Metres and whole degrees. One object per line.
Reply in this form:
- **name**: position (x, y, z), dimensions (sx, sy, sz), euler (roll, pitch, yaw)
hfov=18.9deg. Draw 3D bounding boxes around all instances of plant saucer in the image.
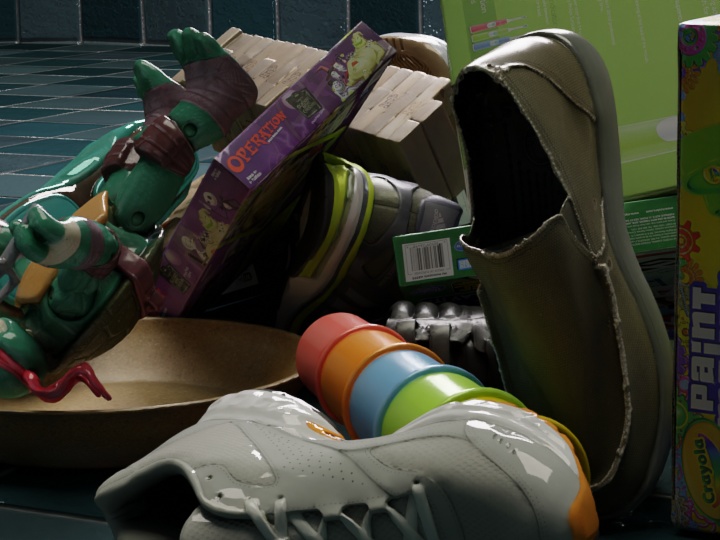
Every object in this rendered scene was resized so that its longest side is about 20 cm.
- **plant saucer**: position (-0.118, 0.058, 1.020), dimensions (0.200, 0.035, 0.200), euler (-2, 10, 0)

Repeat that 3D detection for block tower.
- **block tower**: position (-0.018, -0.084, 1.200), dimensions (0.054, 0.058, 0.200), euler (-42, 38, -24)

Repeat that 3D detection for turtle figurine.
- **turtle figurine**: position (-0.130, -0.014, 0.956), dimensions (0.150, 0.101, 0.200), euler (3, 49, 53)

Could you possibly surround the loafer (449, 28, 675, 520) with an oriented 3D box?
- **loafer**: position (0.070, 0.002, 0.865), dimensions (0.075, 0.200, 0.070), euler (-18, -10, 42)

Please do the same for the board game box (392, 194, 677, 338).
- **board game box**: position (0.125, 0.004, 1.069), dimensions (0.200, 0.029, 0.135), euler (-8, -22, 7)

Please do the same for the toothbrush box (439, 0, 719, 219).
- **toothbrush box**: position (0.149, -0.099, 1.060), dimensions (0.200, 0.146, 0.086), euler (-13, -15, 17)

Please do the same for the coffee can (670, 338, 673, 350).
- **coffee can**: position (0.207, -0.062, 1.190), dimensions (0.146, 0.200, 0.146), euler (-1, 11, 0)

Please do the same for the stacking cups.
- **stacking cups**: position (0.027, 0.056, 0.888), dimensions (0.060, 0.061, 0.200), euler (-5, 17, -18)

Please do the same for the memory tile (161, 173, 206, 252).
- **memory tile**: position (-0.119, -0.026, 1.275), dimensions (0.153, 0.017, 0.200), euler (-25, 11, 32)

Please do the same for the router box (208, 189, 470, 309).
- **router box**: position (0.006, -0.032, 1.305), dimensions (0.200, 0.052, 0.157), euler (-16, 0, 34)

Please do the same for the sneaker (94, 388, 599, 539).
- **sneaker**: position (-0.010, 0.091, 0.763), dimensions (0.200, 0.076, 0.092), euler (-1, 16, 43)

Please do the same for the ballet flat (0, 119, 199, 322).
- **ballet flat**: position (-0.155, -0.015, 1.134), dimensions (0.070, 0.067, 0.200), euler (-31, 10, 36)

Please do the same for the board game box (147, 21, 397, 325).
- **board game box**: position (-0.056, -0.036, 1.113), dimensions (0.120, 0.032, 0.200), euler (-51, -2, -33)

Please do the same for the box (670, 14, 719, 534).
- **box**: position (0.217, -0.007, 0.881), dimensions (0.122, 0.200, 0.193), euler (6, 13, 30)

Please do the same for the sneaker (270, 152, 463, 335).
- **sneaker**: position (0.000, 0.000, 1.141), dimensions (0.081, 0.074, 0.200), euler (11, -15, -6)

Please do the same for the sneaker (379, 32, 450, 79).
- **sneaker**: position (0.046, -0.107, 1.287), dimensions (0.108, 0.070, 0.200), euler (-18, -2, -23)

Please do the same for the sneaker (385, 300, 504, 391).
- **sneaker**: position (0.066, 0.050, 0.962), dimensions (0.099, 0.071, 0.200), euler (-3, 4, -15)
